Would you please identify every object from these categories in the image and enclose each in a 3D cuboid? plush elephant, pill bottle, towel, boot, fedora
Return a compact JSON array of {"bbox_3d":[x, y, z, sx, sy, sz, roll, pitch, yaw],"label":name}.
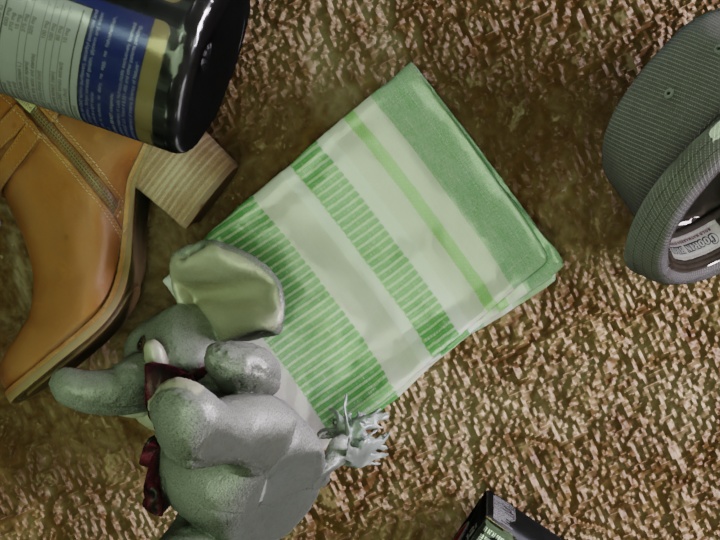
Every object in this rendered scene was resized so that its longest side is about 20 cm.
[{"bbox_3d":[-0.098,0.079,1.064,0.154,0.199,0.166,37,127,30],"label":"plush elephant"},{"bbox_3d":[-0.169,-0.146,1.032,0.198,0.112,0.113,20,101,7],"label":"pill bottle"},{"bbox_3d":[0.000,0.000,1.122,0.199,0.023,0.153,-38,93,10],"label":"towel"},{"bbox_3d":[-0.186,-0.038,1.103,0.155,0.077,0.201,39,98,2],"label":"boot"},{"bbox_3d":[0.209,-0.085,1.038,0.200,0.177,0.091,-42,64,10],"label":"fedora"}]

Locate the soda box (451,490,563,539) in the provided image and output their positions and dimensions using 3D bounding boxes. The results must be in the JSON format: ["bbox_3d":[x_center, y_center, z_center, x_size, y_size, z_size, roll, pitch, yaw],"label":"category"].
[{"bbox_3d":[0.138,0.219,1.125,0.199,0.063,0.071,34,101,0],"label":"soda box"}]
